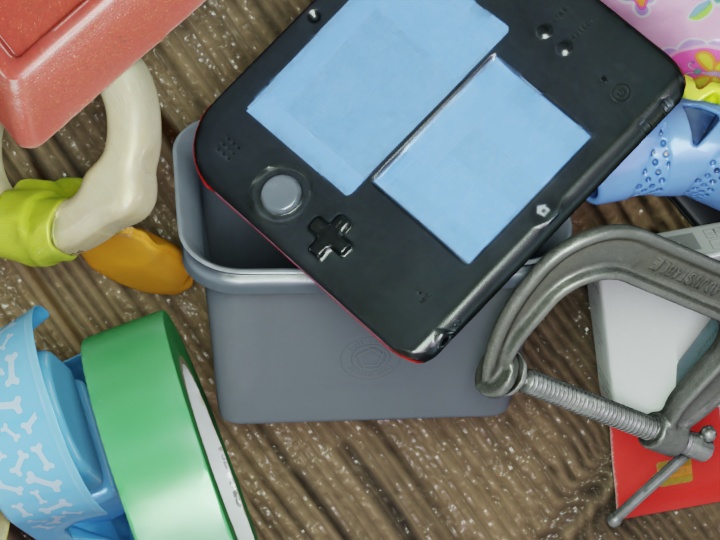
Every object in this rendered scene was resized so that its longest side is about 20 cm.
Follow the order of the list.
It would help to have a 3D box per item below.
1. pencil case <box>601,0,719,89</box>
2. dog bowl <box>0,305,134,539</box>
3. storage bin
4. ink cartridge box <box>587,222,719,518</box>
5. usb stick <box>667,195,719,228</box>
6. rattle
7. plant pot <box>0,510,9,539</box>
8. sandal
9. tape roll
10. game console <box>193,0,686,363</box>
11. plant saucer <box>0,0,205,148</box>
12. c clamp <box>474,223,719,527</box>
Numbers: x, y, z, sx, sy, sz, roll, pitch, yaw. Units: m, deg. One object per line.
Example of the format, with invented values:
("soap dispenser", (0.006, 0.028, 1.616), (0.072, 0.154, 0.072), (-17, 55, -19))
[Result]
("pencil case", (0.172, -0.136, 1.526), (0.200, 0.087, 0.087), (39, 98, -18))
("dog bowl", (-0.159, 0.090, 1.521), (0.050, 0.200, 0.112), (-20, 72, 4))
("storage bin", (0.000, 0.000, 1.551), (0.200, 0.146, 0.134), (-1, 132, -7))
("ink cartridge box", (0.232, 0.054, 1.611), (0.200, 0.045, 0.176), (-10, 115, -3))
("usb stick", (0.149, -0.101, 1.582), (0.055, 0.033, 0.200), (-39, 105, 9))
("rattle", (-0.144, -0.098, 1.548), (0.130, 0.143, 0.200), (-35, 64, 38))
("plant pot", (-0.278, 0.168, 1.497), (0.201, 0.201, 0.189), (28, 120, -12))
("sandal", (0.136, -0.065, 1.499), (0.200, 0.080, 0.087), (25, 60, 5))
("tape roll", (-0.090, 0.122, 1.529), (0.048, 0.200, 0.201), (-20, 106, -1))
("game console", (0.034, -0.076, 1.452), (0.200, 0.031, 0.177), (-46, 64, -6))
("plant saucer", (-0.157, -0.198, 1.475), (0.200, 0.037, 0.200), (-41, 76, 5))
("c clamp", (0.134, 0.055, 1.530), (0.171, 0.027, 0.200), (-44, 134, 19))
